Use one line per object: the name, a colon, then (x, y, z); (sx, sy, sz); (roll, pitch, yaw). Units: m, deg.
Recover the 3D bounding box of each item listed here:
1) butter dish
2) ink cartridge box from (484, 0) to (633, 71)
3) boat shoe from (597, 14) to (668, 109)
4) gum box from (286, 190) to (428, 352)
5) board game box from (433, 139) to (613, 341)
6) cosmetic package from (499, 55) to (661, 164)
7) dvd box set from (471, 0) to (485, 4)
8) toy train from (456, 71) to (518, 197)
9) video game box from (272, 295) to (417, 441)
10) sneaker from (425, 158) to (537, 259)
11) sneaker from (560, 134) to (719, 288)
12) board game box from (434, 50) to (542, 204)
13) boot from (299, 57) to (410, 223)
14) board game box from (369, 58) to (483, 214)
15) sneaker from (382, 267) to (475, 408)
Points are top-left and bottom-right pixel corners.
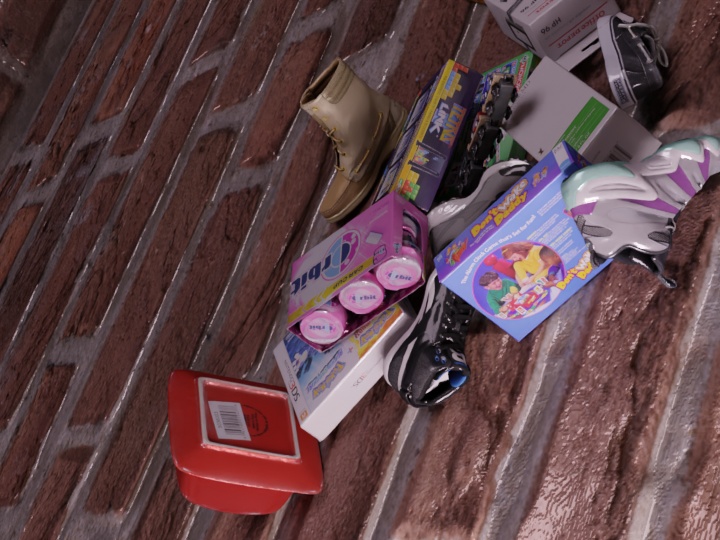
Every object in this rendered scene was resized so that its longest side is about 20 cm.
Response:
butter dish: (-0.163, 0.242, 1.809); (0.201, 0.197, 0.149); (-104, 32, -53)
ink cartridge box: (0.253, -0.339, 1.832); (0.116, 0.068, 0.200); (-38, 30, 0)
boat shoe: (0.320, -0.255, 1.660); (0.067, 0.074, 0.200); (-21, 21, 16)
gum box: (0.000, 0.000, 1.766); (0.199, 0.066, 0.114); (-35, 35, 32)
board game box: (0.197, -0.029, 1.556); (0.200, 0.134, 0.045); (-42, 31, 21)
cosmetic package: (0.251, -0.161, 1.661); (0.108, 0.084, 0.200); (-54, 30, 9)
dvd box set: (0.225, -0.447, 2.047); (0.147, 0.029, 0.200); (-55, 28, -1)
toy train: (0.153, -0.168, 1.724); (0.201, 0.034, 0.046); (107, 164, -48)
video game box: (-0.020, 0.090, 1.820); (0.200, 0.047, 0.183); (-49, 32, 12)
sneaker: (0.158, -0.067, 1.730); (0.200, 0.073, 0.080); (-38, 42, 40)
sneaker: (0.312, -0.053, 1.464); (0.197, 0.142, 0.078); (-16, -7, -11)
board game box: (0.170, -0.186, 1.864); (0.134, 0.029, 0.202); (-19, 45, 46)
boot: (-0.035, -0.186, 2.040); (0.201, 0.155, 0.073); (-55, 29, -1)
board game box: (0.082, -0.158, 1.875); (0.202, 0.056, 0.165); (-67, 9, -14)
sneaker: (0.111, 0.072, 1.657); (0.202, 0.073, 0.112); (-60, 31, 8)
